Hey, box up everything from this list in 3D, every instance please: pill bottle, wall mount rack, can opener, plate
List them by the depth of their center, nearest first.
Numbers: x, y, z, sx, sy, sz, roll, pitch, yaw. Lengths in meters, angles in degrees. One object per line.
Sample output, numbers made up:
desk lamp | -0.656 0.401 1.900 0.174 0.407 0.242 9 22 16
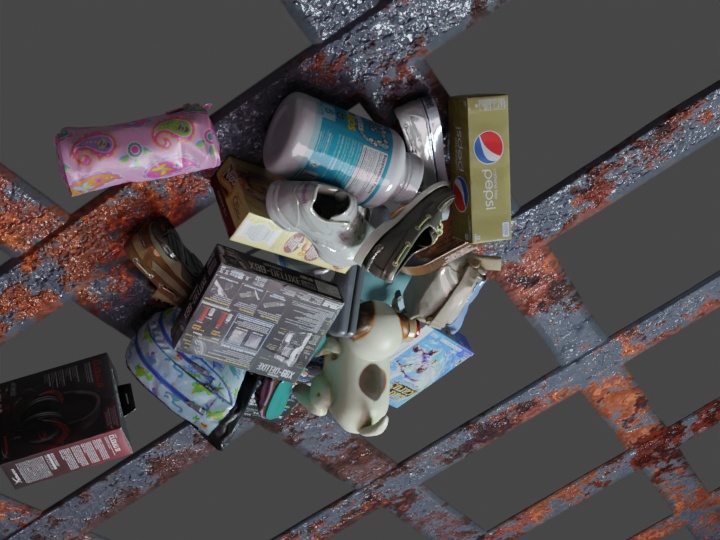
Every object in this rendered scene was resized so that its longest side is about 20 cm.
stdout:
pill bottle | -0.018 -0.149 1.324 0.199 0.111 0.111 18 126 -26
can opener | 0.000 0.000 1.486 0.067 0.201 0.053 7 177 28
wall mount rack | -0.125 0.018 1.514 0.173 0.075 0.201 3 138 6
plate | 0.032 0.022 1.631 0.199 0.026 0.201 -13 140 -12

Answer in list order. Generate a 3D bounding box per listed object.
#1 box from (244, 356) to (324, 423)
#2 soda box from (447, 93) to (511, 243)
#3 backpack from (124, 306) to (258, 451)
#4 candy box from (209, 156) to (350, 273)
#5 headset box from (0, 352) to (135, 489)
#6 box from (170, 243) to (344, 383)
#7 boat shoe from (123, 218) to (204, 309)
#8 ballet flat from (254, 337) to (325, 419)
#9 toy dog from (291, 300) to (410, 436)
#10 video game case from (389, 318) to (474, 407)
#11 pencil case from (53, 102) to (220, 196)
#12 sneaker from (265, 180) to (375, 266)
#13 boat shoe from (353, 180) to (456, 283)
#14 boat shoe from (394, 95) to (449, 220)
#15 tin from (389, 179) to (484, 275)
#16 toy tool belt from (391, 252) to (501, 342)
box | -0.159 0.163 1.673 0.199 0.050 0.199 17 123 -40
soda box | 0.165 -0.142 1.404 0.064 0.068 0.201 -6 101 -19
backpack | -0.252 0.149 1.518 0.199 0.163 0.154 27 111 -3
candy box | -0.099 -0.074 1.388 0.199 0.116 0.055 18 126 -39
headset box | -0.436 0.220 1.520 0.199 0.149 0.075 -16 140 -8
box | -0.145 0.066 1.434 0.199 0.050 0.158 18 117 -27
boat shoe | -0.266 0.008 1.438 0.074 0.076 0.200 -22 133 6
ballet flat | -0.122 0.147 1.584 0.069 0.071 0.200 -11 140 -45
toy dog | -0.005 0.139 1.578 0.139 0.194 0.201 9 110 -23
video game case | 0.080 0.156 1.769 0.181 0.046 0.200 -36 147 16
pencil case | -0.272 -0.150 1.248 0.199 0.088 0.088 -14 140 -13
sneaker | -0.029 -0.058 1.304 0.099 0.075 0.200 -5 158 40
boat shoe | 0.071 -0.051 1.347 0.202 0.060 0.072 -40 165 -39
boat shoe | 0.075 -0.146 1.427 0.086 0.075 0.203 -14 134 -3
tin | 0.124 -0.069 1.511 0.199 0.112 0.042 -27 152 5
toy tool belt | 0.136 0.045 1.596 0.122 0.125 0.201 7 132 -22
